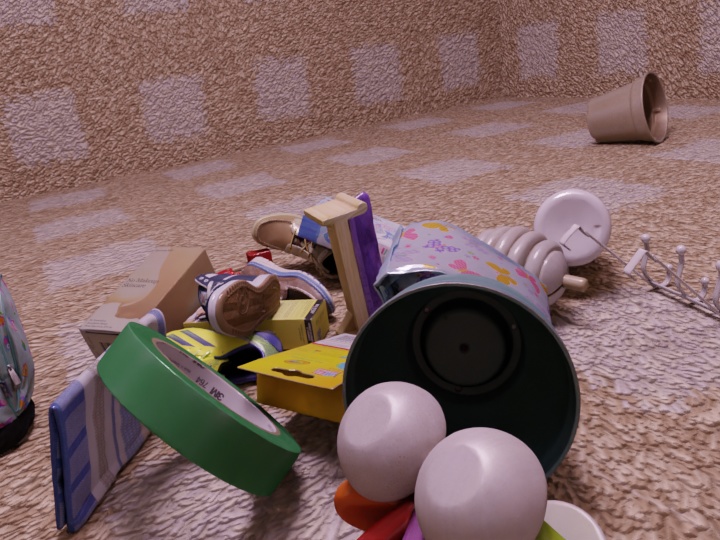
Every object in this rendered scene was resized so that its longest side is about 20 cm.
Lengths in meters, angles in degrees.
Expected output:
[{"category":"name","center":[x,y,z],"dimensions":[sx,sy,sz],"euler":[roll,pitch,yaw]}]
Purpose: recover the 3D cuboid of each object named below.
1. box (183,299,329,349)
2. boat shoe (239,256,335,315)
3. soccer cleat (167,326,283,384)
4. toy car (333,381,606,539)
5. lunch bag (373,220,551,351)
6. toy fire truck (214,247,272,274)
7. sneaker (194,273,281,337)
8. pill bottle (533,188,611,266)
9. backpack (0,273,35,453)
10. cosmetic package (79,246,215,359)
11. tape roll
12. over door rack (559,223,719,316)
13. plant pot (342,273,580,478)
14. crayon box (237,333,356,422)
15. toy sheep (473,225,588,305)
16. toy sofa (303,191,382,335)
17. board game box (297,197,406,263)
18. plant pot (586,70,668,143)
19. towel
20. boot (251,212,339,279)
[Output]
[{"category":"box","center":[-0.150,0.080,0.927],"dimensions":[0.196,0.051,0.075],"euler":[-3,20,13]},{"category":"boat shoe","center":[-0.123,0.042,1.007],"dimensions":[0.198,0.073,0.072],"euler":[17,50,41]},{"category":"soccer cleat","center":[-0.198,0.115,0.826],"dimensions":[0.196,0.066,0.084],"euler":[-5,20,7]},{"category":"toy car","center":[0.057,0.185,0.434],"dimensions":[0.199,0.175,0.151],"euler":[19,67,51]},{"category":"lunch bag","center":[0.111,0.036,0.737],"dimensions":[0.199,0.128,0.170],"euler":[34,24,-4]},{"category":"toy fire truck","center":[-0.245,0.019,1.132],"dimensions":[0.197,0.050,0.141],"euler":[-14,20,-13]},{"category":"sneaker","center":[-0.184,0.042,0.835],"dimensions":[0.107,0.071,0.200],"euler":[0,6,12]},{"category":"pill bottle","center":[0.325,-0.061,0.991],"dimensions":[0.107,0.111,0.200],"euler":[-2,0,17]},{"category":"backpack","center":[-0.463,0.103,0.760],"dimensions":[0.125,0.203,0.166],"euler":[-21,22,-33]},{"category":"cosmetic package","center":[-0.310,0.051,0.960],"dimensions":[0.103,0.072,0.201],"euler":[1,37,21]},{"category":"tape roll","center":[-0.147,0.126,0.594],"dimensions":[0.048,0.200,0.200],"euler":[-53,33,-9]},{"category":"over door rack","center":[0.384,-0.010,0.826],"dimensions":[0.197,0.067,0.148],"euler":[20,10,-21]},{"category":"plant pot","center":[0.094,0.090,0.592],"dimensions":[0.197,0.204,0.134],"euler":[-3,15,14]},{"category":"crayon box","center":[-0.025,0.116,0.702],"dimensions":[0.125,0.052,0.199],"euler":[5,7,33]},{"category":"toy sheep","center":[0.215,0.005,0.881],"dimensions":[0.198,0.140,0.137],"euler":[18,31,36]},{"category":"toy sofa","center":[0.000,0.000,0.864],"dimensions":[0.096,0.203,0.083],"euler":[-19,21,-16]},{"category":"board game box","center":[0.006,-0.064,1.131],"dimensions":[0.196,0.044,0.200],"euler":[20,17,3]},{"category":"plant pot","center":[0.777,-0.459,1.880],"dimensions":[0.182,0.204,0.199],"euler":[-5,16,46]},{"category":"towel","center":[-0.248,0.143,0.654],"dimensions":[0.023,0.149,0.200],"euler":[9,23,6]},{"category":"boot","center":[-0.092,-0.043,1.157],"dimensions":[0.197,0.073,0.155],"euler":[11,16,-20]}]
